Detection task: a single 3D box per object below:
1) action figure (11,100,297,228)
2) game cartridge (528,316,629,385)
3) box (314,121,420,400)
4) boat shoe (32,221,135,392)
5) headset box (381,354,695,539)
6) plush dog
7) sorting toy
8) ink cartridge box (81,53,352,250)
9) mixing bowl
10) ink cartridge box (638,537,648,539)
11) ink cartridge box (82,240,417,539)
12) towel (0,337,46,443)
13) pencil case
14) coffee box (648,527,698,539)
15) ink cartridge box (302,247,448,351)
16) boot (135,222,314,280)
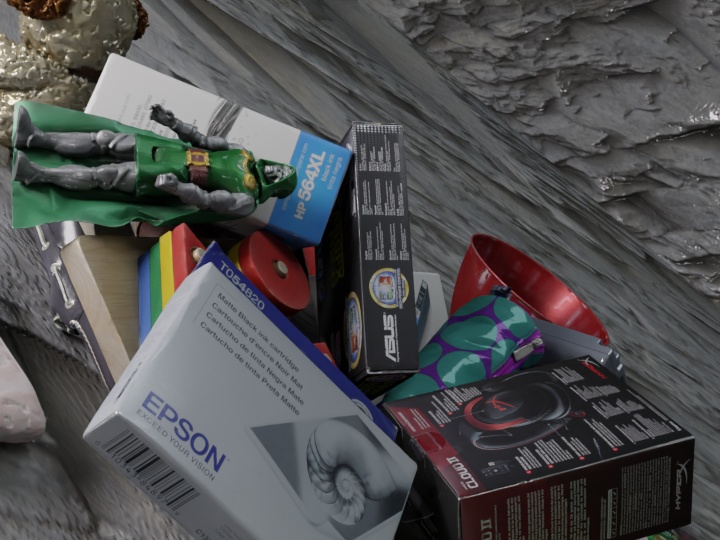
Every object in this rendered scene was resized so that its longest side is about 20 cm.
[{"bbox_3d":[-0.140,-0.072,0.808,0.199,0.055,0.119,5,54,-22],"label":"action figure"},{"bbox_3d":[0.206,0.131,1.120,0.133,0.042,0.200,13,-39,39],"label":"game cartridge"},{"bbox_3d":[0.000,0.000,0.949,0.044,0.201,0.160,0,-14,-14],"label":"box"},{"bbox_3d":[-0.190,0.020,0.832,0.073,0.063,0.201,25,38,-57],"label":"boat shoe"},{"bbox_3d":[0.114,0.140,0.832,0.199,0.075,0.149,-11,22,-17],"label":"headset box"},{"bbox_3d":[-0.268,-0.191,1.027,0.160,0.172,0.200,41,17,13],"label":"plush dog"},{"bbox_3d":[-0.088,0.054,0.820,0.200,0.069,0.199,-1,62,-62],"label":"sorting toy"},{"bbox_3d":[-0.125,-0.089,0.924,0.199,0.085,0.146,22,-5,-14],"label":"ink cartridge box"},{"bbox_3d":[0.179,0.061,1.347,0.200,0.109,0.200,33,17,-12],"label":"mixing bowl"},{"bbox_3d":[0.159,0.217,0.903,0.067,0.117,0.200,34,18,-12],"label":"ink cartridge box"},{"bbox_3d":[-0.049,0.094,0.714,0.200,0.041,0.200,46,34,-16],"label":"ink cartridge box"},{"bbox_3d":[-0.299,0.028,0.657,0.191,0.032,0.200,47,20,30],"label":"towel"},{"bbox_3d":[0.085,0.100,0.997,0.200,0.092,0.085,-44,121,-44],"label":"pencil case"},{"bbox_3d":[0.278,0.283,1.082,0.123,0.044,0.200,38,18,3],"label":"coffee box"},{"bbox_3d":[0.016,0.009,1.135,0.200,0.045,0.177,4,72,-60],"label":"ink cartridge box"},{"bbox_3d":[-0.110,0.014,1.020,0.199,0.072,0.167,26,31,-30],"label":"boot"}]
